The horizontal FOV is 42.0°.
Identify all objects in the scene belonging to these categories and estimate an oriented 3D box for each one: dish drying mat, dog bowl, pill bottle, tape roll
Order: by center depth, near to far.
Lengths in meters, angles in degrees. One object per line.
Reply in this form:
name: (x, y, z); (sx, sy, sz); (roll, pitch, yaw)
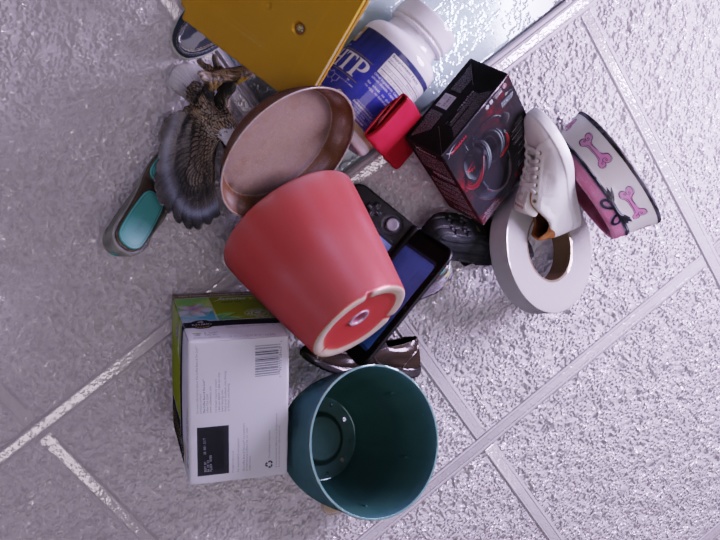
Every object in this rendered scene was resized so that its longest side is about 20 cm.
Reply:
pill bottle: (0.027, -0.264, 1.261); (0.200, 0.120, 0.120); (-47, 115, -2)
dish drying mat: (0.052, -0.186, 1.267); (0.018, 0.200, 0.077); (41, 95, 12)
dog bowl: (0.352, -0.132, 1.380); (0.074, 0.200, 0.200); (-35, 114, 7)
tape roll: (0.274, -0.035, 1.414); (0.202, 0.037, 0.204); (5, 82, -40)

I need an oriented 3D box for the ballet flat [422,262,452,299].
ballet flat: (0.047, 0.036, 1.381); (0.200, 0.072, 0.072); (-25, 114, 11)

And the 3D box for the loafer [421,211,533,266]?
loafer: (0.174, -0.040, 1.416); (0.200, 0.068, 0.070); (10, 141, -31)

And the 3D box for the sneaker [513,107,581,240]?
sneaker: (0.252, -0.127, 1.316); (0.084, 0.073, 0.200); (-27, 119, -9)

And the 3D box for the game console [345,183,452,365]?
game console: (0.000, 0.000, 1.301); (0.176, 0.116, 0.200); (39, 90, 2)

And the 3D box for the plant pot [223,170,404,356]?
plant pot: (-0.048, 0.000, 1.213); (0.200, 0.177, 0.201); (-31, 157, -14)

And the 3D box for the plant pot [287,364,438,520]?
plant pot: (-0.020, 0.234, 1.289); (0.200, 0.161, 0.201); (6, 79, -31)

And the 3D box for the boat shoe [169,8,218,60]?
boat shoe: (-0.158, -0.342, 1.205); (0.200, 0.062, 0.075); (-36, 114, -6)

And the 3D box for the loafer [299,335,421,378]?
loafer: (0.003, 0.116, 1.399); (0.199, 0.073, 0.072); (7, 98, -29)

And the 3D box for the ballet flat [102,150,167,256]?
ballet flat: (-0.273, -0.101, 1.231); (0.067, 0.064, 0.200); (44, 61, -24)

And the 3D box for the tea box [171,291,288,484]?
tea box: (-0.181, 0.151, 1.269); (0.133, 0.197, 0.201); (-3, 108, -18)

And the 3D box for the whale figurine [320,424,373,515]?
whale figurine: (-0.023, 0.296, 1.436); (0.199, 0.104, 0.160); (20, 100, 2)

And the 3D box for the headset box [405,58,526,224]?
headset box: (0.168, -0.172, 1.322); (0.149, 0.075, 0.200); (-50, 142, -8)

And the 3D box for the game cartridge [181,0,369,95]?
game cartridge: (-0.106, -0.321, 1.121); (0.200, 0.032, 0.176); (38, 126, 2)

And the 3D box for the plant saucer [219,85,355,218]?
plant saucer: (-0.096, -0.150, 1.155); (0.200, 0.034, 0.200); (-33, 152, -21)

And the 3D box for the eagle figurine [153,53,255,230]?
eagle figurine: (-0.183, -0.166, 1.209); (0.151, 0.151, 0.201); (8, 118, -1)
